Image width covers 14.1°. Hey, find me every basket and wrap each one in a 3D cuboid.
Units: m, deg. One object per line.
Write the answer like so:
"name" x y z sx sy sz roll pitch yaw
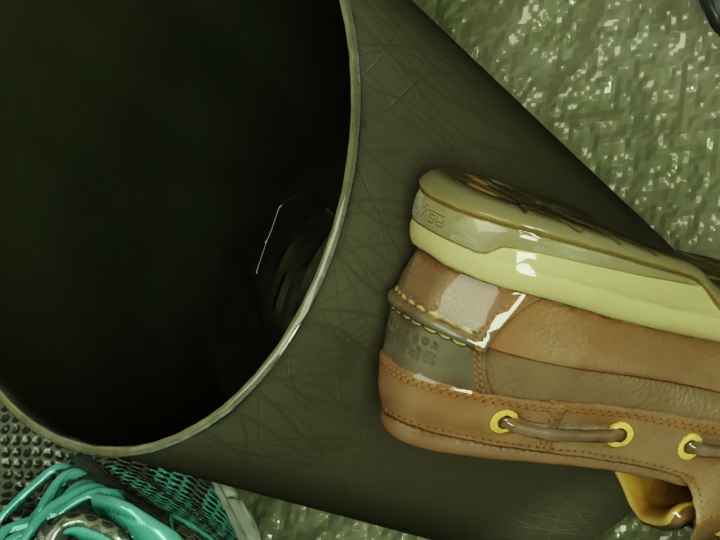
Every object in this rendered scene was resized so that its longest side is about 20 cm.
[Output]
"basket" 0.000 0.000 0.803 0.136 0.200 0.181 -30 53 24

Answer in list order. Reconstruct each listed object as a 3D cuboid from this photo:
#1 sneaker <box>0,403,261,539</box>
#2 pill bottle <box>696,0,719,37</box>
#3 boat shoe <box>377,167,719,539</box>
"sneaker" -0.061 0.079 0.747 0.078 0.091 0.200 -46 48 -7
"pill bottle" 0.191 -0.114 0.770 0.199 0.112 0.112 -3 67 36
"boat shoe" 0.087 0.033 0.732 0.072 0.199 0.068 31 101 58
